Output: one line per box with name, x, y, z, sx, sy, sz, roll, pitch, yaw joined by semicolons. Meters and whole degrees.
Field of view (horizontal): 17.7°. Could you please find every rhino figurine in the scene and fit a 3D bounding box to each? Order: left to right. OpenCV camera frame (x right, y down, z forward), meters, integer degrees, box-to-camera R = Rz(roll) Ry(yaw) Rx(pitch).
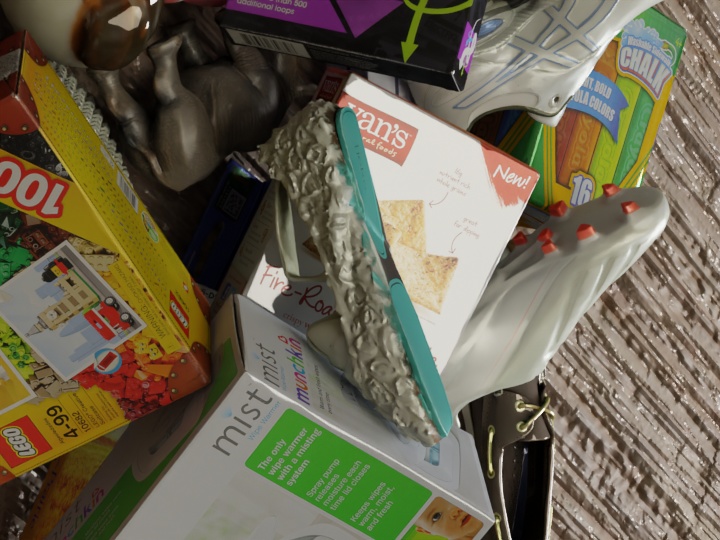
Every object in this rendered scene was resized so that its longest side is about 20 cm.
rhino figurine;-0.080;-0.110;1.370;0.200;0.059;0.088;-35;110;-53

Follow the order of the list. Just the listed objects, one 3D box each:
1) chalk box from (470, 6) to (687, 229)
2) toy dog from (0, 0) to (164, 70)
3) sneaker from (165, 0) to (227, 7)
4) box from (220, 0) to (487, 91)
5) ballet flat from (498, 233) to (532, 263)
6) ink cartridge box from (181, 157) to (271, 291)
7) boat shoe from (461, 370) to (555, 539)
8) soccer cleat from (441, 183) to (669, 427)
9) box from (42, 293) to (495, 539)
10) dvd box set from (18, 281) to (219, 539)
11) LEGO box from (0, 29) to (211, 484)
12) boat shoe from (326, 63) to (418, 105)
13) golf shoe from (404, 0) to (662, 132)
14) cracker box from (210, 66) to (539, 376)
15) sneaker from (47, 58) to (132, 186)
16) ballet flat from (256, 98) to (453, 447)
chalk box;0.125;-0.134;1.527;0.124;0.123;0.202;21;84;-45
toy dog;-0.164;-0.200;1.221;0.194;0.139;0.201;-47;129;-25
sneaker;-0.079;-0.250;1.354;0.087;0.073;0.202;14;93;-58
box;0.015;-0.214;1.317;0.036;0.142;0.202;52;52;-71
ballet flat;0.062;0.032;1.498;0.063;0.068;0.200;51;60;-24
ink cartridge box;-0.035;0.027;1.469;0.200;0.042;0.120;37;73;-41
boat shoe;0.107;0.114;1.612;0.071;0.059;0.202;-3;102;-43
soccer cleat;0.113;0.019;1.444;0.199;0.069;0.078;-34;114;-1
box;-0.056;0.145;1.300;0.176;0.097;0.200;32;109;-22
dvd box set;-0.106;0.113;1.380;0.145;0.029;0.201;25;85;-21
LEGO box;-0.190;-0.003;1.219;0.148;0.077;0.201;-26;121;11
boat shoe;0.018;-0.088;1.434;0.066;0.073;0.202;12;73;-33
golf shoe;0.121;-0.142;1.420;0.198;0.078;0.098;-19;108;-2
cracker box;0.000;0.000;1.350;0.133;0.058;0.201;26;91;-18
sneaker;-0.172;-0.026;1.300;0.099;0.070;0.201;-26;102;2
ballet flat;-0.006;0.007;1.277;0.071;0.072;0.202;-12;81;-42
